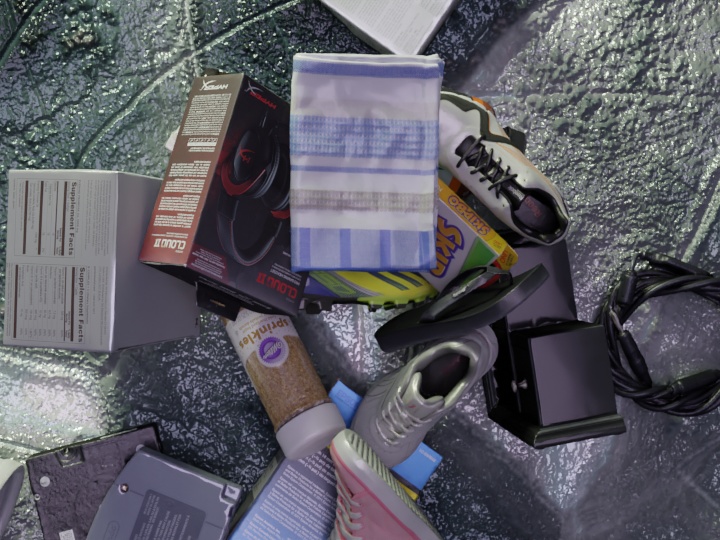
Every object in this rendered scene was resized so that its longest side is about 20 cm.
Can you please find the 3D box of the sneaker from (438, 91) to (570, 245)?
[{"bbox_3d":[0.130,-0.099,1.032,0.199,0.080,0.074,37,102,-9],"label":"sneaker"}]

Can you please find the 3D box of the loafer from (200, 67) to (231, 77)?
[{"bbox_3d":[-0.125,-0.101,1.069,0.070,0.073,0.204,-1,89,-5],"label":"loafer"}]

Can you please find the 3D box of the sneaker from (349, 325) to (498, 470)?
[{"bbox_3d":[0.048,0.126,1.044,0.078,0.099,0.201,41,102,6],"label":"sneaker"}]

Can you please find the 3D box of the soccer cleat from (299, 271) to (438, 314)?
[{"bbox_3d":[0.000,0.000,1.105,0.197,0.064,0.086,0,83,-28],"label":"soccer cleat"}]

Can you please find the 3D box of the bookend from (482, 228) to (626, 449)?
[{"bbox_3d":[0.177,0.058,1.080,0.090,0.200,0.203,-9,92,-6],"label":"bookend"}]

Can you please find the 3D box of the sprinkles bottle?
[{"bbox_3d":[-0.087,0.088,1.086,0.067,0.068,0.202,-27,71,-4],"label":"sprinkles bottle"}]

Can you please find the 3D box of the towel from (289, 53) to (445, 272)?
[{"bbox_3d":[0.006,-0.099,0.991,0.144,0.024,0.204,1,94,-11],"label":"towel"}]

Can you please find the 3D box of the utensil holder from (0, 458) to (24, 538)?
[{"bbox_3d":[-0.453,0.228,1.037,0.197,0.170,0.172,24,88,-3],"label":"utensil holder"}]

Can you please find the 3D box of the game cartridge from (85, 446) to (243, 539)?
[{"bbox_3d":[-0.211,0.288,1.080,0.131,0.040,0.203,21,90,-1],"label":"game cartridge"}]

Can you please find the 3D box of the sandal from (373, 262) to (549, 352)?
[{"bbox_3d":[0.087,0.032,1.028,0.198,0.076,0.043,-22,101,35],"label":"sandal"}]

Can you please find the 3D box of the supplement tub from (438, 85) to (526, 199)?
[{"bbox_3d":[0.069,-0.139,1.113,0.197,0.107,0.109,18,89,-5],"label":"supplement tub"}]

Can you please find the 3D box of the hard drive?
[{"bbox_3d":[-0.256,0.274,1.120,0.137,0.038,0.204,-14,91,-5],"label":"hard drive"}]

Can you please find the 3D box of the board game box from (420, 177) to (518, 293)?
[{"bbox_3d":[0.058,-0.053,1.060,0.199,0.096,0.030,41,49,-2],"label":"board game box"}]

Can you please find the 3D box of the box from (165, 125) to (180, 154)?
[{"bbox_3d":[-0.116,-0.082,1.128,0.199,0.041,0.039,38,86,-6],"label":"box"}]

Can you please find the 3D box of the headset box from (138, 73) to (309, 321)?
[{"bbox_3d":[-0.108,-0.057,0.998,0.148,0.074,0.204,28,74,-45],"label":"headset box"}]

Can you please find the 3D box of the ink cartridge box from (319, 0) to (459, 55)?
[{"bbox_3d":[0.019,-0.336,1.141,0.199,0.057,0.164,35,88,3],"label":"ink cartridge box"}]

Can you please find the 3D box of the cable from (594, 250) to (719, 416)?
[{"bbox_3d":[0.355,0.079,1.173,0.197,0.051,0.166,22,89,-6],"label":"cable"}]

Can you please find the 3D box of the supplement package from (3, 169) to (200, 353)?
[{"bbox_3d":[-0.237,-0.010,1.025,0.109,0.200,0.159,2,91,13],"label":"supplement package"}]

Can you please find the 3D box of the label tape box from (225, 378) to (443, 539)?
[{"bbox_3d":[-0.028,0.235,1.129,0.143,0.063,0.201,36,85,-5],"label":"label tape box"}]

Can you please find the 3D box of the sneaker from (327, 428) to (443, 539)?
[{"bbox_3d":[0.001,0.242,1.031,0.104,0.076,0.201,-35,131,0],"label":"sneaker"}]
